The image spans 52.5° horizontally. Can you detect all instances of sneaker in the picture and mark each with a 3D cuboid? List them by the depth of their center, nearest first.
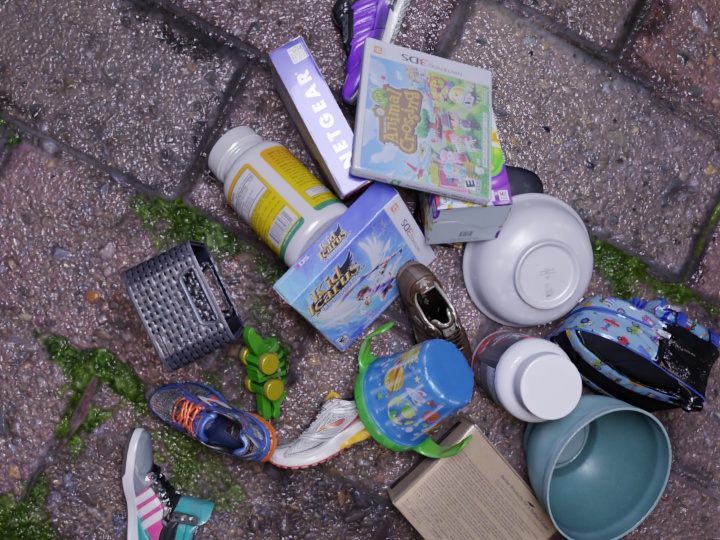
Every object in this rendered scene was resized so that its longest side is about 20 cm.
[{"bbox_3d":[-0.211,0.205,1.009,0.198,0.078,0.076,16,85,19],"label":"sneaker"},{"bbox_3d":[-0.265,0.318,1.019,0.119,0.084,0.203,-2,99,0],"label":"sneaker"},{"bbox_3d":[0.110,0.082,1.029,0.070,0.076,0.201,-34,117,-3],"label":"sneaker"},{"bbox_3d":[-0.002,-0.339,1.049,0.098,0.070,0.202,23,85,2],"label":"sneaker"},{"bbox_3d":[-0.046,0.221,1.051,0.198,0.078,0.083,-25,89,-14],"label":"sneaker"}]

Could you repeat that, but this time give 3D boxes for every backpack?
[{"bbox_3d":[0.373,0.108,1.032,0.198,0.183,0.135,30,70,-1],"label":"backpack"}]

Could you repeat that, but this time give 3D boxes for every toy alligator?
[{"bbox_3d":[-0.128,0.167,1.050,0.054,0.059,0.203,-23,112,-38],"label":"toy alligator"}]

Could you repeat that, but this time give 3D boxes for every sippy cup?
[{"bbox_3d":[0.081,0.162,1.001,0.177,0.130,0.141,30,43,-23],"label":"sippy cup"}]

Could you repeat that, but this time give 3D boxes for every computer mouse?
[{"bbox_3d":[0.174,-0.098,1.074,0.197,0.046,0.142,12,88,-5],"label":"computer mouse"}]

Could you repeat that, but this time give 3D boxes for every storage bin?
[{"bbox_3d":[-0.227,0.043,0.961,0.093,0.200,0.137,-25,93,-4],"label":"storage bin"}]

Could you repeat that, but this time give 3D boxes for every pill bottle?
[{"bbox_3d":[-0.115,-0.103,0.994,0.113,0.113,0.200,-45,72,-3],"label":"pill bottle"},{"bbox_3d":[0.228,0.146,1.006,0.109,0.200,0.112,0,90,-6],"label":"pill bottle"}]

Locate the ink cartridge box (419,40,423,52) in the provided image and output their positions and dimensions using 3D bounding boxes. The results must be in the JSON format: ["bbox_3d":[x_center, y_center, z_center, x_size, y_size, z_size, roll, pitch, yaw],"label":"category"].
[{"bbox_3d":[0.048,-0.218,1.036,0.037,0.095,0.203,16,90,-1],"label":"ink cartridge box"}]

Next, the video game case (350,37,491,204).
[{"bbox_3d":[0.082,-0.192,0.928,0.180,0.022,0.203,11,65,-13],"label":"video game case"}]

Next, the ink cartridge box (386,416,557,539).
[{"bbox_3d":[0.163,0.345,1.066,0.164,0.075,0.200,-41,94,-5],"label":"ink cartridge box"}]

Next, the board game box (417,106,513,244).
[{"bbox_3d":[0.131,-0.152,1.003,0.103,0.103,0.203,-5,66,-5],"label":"board game box"}]

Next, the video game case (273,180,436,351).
[{"bbox_3d":[0.000,0.000,0.999,0.200,0.181,0.045,-46,55,-3],"label":"video game case"}]

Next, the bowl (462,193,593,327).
[{"bbox_3d":[0.252,-0.004,1.041,0.198,0.090,0.204,-2,103,-6],"label":"bowl"}]

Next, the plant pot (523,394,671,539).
[{"bbox_3d":[0.315,0.261,1.036,0.198,0.134,0.203,-5,106,-18],"label":"plant pot"}]

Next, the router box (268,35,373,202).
[{"bbox_3d":[-0.053,-0.191,0.985,0.048,0.179,0.202,-28,94,-4],"label":"router box"}]
